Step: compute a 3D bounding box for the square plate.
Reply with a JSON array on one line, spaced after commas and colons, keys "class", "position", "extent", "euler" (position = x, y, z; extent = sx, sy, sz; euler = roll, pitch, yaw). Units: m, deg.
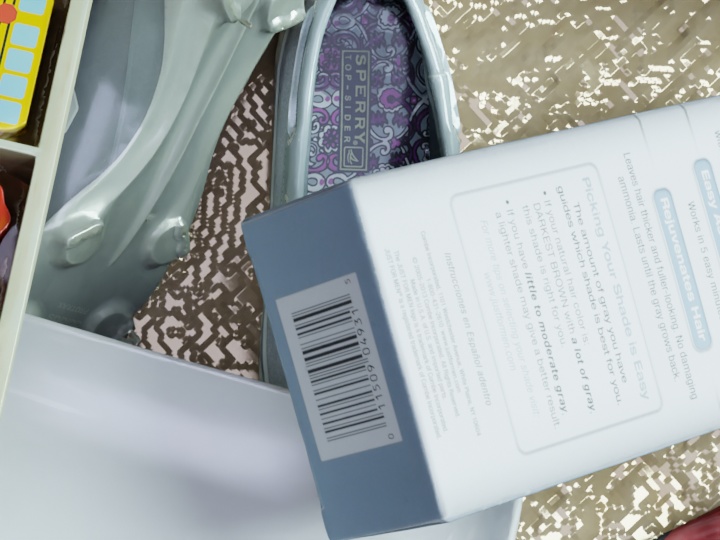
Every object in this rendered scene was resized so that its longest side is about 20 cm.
[{"class": "square plate", "position": [-0.063, 0.115, 0.736], "extent": [0.199, 0.028, 0.199], "euler": [16, 55, -3]}]

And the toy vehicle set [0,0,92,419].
[{"class": "toy vehicle set", "position": [-0.155, -0.013, 0.731], "extent": [0.124, 0.027, 0.201], "euler": [11, 72, -5]}]

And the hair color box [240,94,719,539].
[{"class": "hair color box", "position": [0.069, 0.007, 0.775], "extent": [0.199, 0.061, 0.099], "euler": [-14, 88, -37]}]

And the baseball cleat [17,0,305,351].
[{"class": "baseball cleat", "position": [-0.086, -0.057, 0.818], "extent": [0.106, 0.070, 0.200], "euler": [40, 101, 34]}]

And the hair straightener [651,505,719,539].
[{"class": "hair straightener", "position": [0.112, 0.121, 0.828], "extent": [0.199, 0.041, 0.077], "euler": [-23, 88, -6]}]

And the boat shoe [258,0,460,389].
[{"class": "boat shoe", "position": [0.001, -0.001, 0.811], "extent": [0.070, 0.072, 0.202], "euler": [-3, 86, -5]}]
